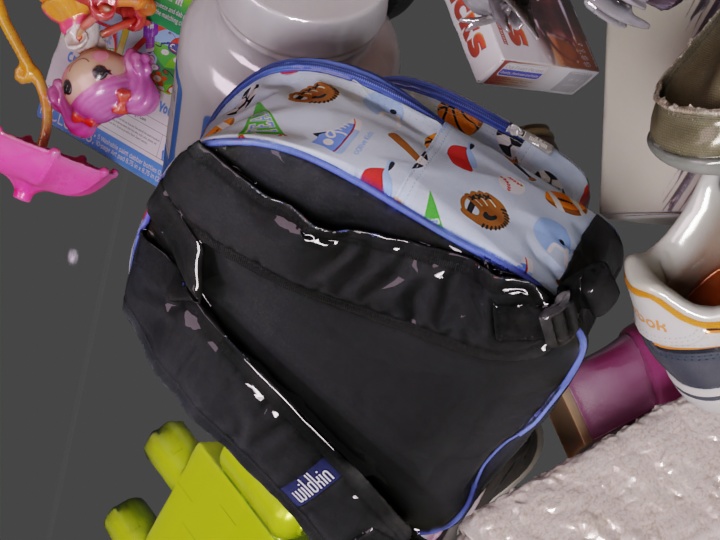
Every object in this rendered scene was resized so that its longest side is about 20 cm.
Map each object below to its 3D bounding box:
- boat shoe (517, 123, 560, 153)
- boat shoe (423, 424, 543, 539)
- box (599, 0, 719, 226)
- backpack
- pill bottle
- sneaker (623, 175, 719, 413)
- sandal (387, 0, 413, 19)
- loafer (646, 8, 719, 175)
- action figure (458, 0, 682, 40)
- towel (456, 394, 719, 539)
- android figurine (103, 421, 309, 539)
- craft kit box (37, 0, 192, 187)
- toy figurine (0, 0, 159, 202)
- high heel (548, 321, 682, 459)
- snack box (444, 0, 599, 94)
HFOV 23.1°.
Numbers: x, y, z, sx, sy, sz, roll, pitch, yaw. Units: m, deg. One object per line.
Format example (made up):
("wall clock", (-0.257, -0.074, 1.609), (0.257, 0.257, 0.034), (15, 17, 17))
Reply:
("boat shoe", (0.041, 0.002, 0.898), (0.200, 0.072, 0.068), (-46, 63, 39))
("boat shoe", (0.012, 0.136, 0.899), (0.067, 0.057, 0.200), (48, 110, 24))
("box", (0.156, -0.121, 0.784), (0.068, 0.082, 0.202), (0, 89, 42))
("backpack", (0.000, 0.000, 0.772), (0.189, 0.155, 0.201), (29, 127, -5))
("pill bottle", (-0.040, -0.083, 0.888), (0.113, 0.111, 0.201), (60, 154, 28))
("sneaker", (0.195, -0.026, 0.696), (0.199, 0.079, 0.079), (-37, 37, 8))
("sandal", (-0.038, -0.190, 0.931), (0.200, 0.048, 0.076), (45, 133, 38))
("loafer", (0.179, -0.116, 0.696), (0.200, 0.070, 0.075), (-45, 38, -20))
("action figure", (0.114, -0.157, 0.707), (0.199, 0.069, 0.131), (-36, 40, 26))
("towel", (0.149, 0.115, 0.724), (0.199, 0.035, 0.133), (-30, 69, -7))
("android figurine", (-0.079, 0.186, 1.018), (0.200, 0.041, 0.183), (50, 120, 36))
("craft kit box", (-0.103, -0.153, 1.061), (0.199, 0.048, 0.199), (30, 110, 41))
("toy figurine", (-0.178, -0.138, 1.043), (0.198, 0.150, 0.186), (-20, 87, 16))
("high heel", (0.160, 0.116, 0.783), (0.067, 0.095, 0.201), (106, 141, -68))
("snack box", (0.056, -0.181, 0.889), (0.024, 0.071, 0.202), (-38, 62, 41))
